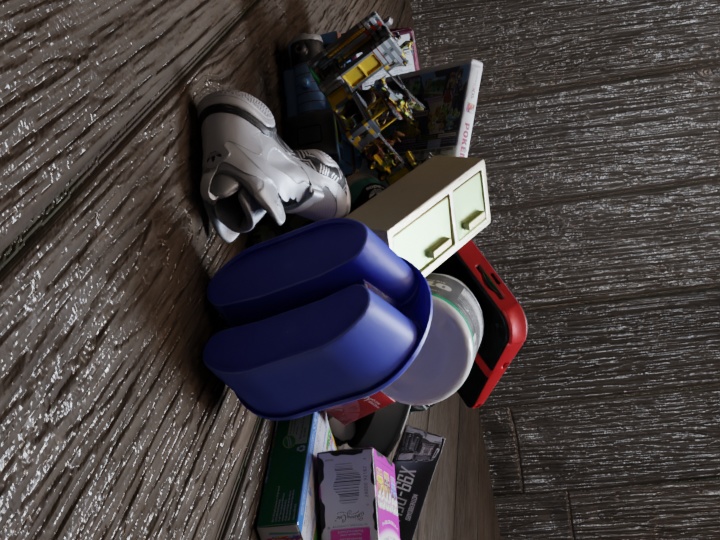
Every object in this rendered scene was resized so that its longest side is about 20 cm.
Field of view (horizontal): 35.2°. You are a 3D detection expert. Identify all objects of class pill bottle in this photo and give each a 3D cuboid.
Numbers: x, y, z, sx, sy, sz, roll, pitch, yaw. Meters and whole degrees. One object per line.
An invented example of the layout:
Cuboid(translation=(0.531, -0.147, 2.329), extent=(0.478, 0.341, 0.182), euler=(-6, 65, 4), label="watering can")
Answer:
Cuboid(translation=(0.070, 0.064, 1.192), extent=(0.200, 0.113, 0.113), euler=(-39, 121, -77), label="pill bottle")

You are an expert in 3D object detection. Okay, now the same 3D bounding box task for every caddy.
Cuboid(translation=(-0.038, 0.046, 0.960), extent=(0.105, 0.200, 0.141), euler=(45, 34, -46), label="caddy")

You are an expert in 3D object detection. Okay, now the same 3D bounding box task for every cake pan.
Cuboid(translation=(0.024, 0.133, 1.379), extent=(0.200, 0.037, 0.200), euler=(-165, -90, -77), label="cake pan")

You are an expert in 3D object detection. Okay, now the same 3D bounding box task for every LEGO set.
Cuboid(translation=(0.036, -0.192, 1.265), extent=(0.154, 0.116, 0.200), euler=(46, 14, -37), label="LEGO set")

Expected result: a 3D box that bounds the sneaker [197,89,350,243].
Cuboid(translation=(-0.081, -0.068, 1.040), extent=(0.200, 0.075, 0.115), euler=(40, 44, -44), label="sneaker")

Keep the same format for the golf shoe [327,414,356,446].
Cuboid(translation=(-0.013, 0.110, 1.319), extent=(0.078, 0.094, 0.200), euler=(-71, 153, -71), label="golf shoe")

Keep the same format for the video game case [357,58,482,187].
Cuboid(translation=(0.063, -0.151, 1.355), extent=(0.200, 0.023, 0.182), euler=(2, -100, 57), label="video game case")

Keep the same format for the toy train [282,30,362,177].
Cuboid(translation=(-0.048, -0.199, 1.388), extent=(0.114, 0.087, 0.200), euler=(25, 58, -72), label="toy train")

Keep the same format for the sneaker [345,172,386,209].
Cuboid(translation=(0.000, 0.000, 1.225), extent=(0.080, 0.071, 0.200), euler=(-129, -140, -65), label="sneaker")

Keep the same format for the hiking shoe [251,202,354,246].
Cuboid(translation=(-0.051, -0.055, 1.197), extent=(0.200, 0.101, 0.076), euler=(-83, 163, -55), label="hiking shoe")

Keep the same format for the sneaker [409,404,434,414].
Cuboid(translation=(0.051, 0.193, 1.560), extent=(0.200, 0.115, 0.075), euler=(63, 22, -62), label="sneaker")

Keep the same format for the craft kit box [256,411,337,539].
Cuboid(translation=(-0.049, 0.254, 1.152), extent=(0.200, 0.048, 0.198), euler=(-82, 160, -56), label="craft kit box")

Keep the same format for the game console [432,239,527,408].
Cuboid(translation=(0.112, 0.042, 1.348), extent=(0.200, 0.031, 0.177), euler=(56, -31, 27), label="game console")

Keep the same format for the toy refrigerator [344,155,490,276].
Cuboid(translation=(0.060, -0.048, 1.156), extent=(0.200, 0.070, 0.076), euler=(-37, 126, -48), label="toy refrigerator")

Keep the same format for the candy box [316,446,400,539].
Cuboid(translation=(0.003, 0.286, 1.130), extent=(0.136, 0.061, 0.200), euler=(57, 27, -70), label="candy box")

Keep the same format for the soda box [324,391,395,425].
Cuboid(translation=(-0.039, 0.085, 1.120), extent=(0.200, 0.063, 0.070), euler=(43, 24, -55), label="soda box")

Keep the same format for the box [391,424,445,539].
Cuboid(translation=(0.036, 0.292, 1.293), extent=(0.158, 0.050, 0.200), euler=(98, 11, -68), label="box")

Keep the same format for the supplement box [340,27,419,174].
Cuboid(translation=(0.013, -0.219, 1.535), extent=(0.131, 0.103, 0.200), euler=(18, -57, 58), label="supplement box")
